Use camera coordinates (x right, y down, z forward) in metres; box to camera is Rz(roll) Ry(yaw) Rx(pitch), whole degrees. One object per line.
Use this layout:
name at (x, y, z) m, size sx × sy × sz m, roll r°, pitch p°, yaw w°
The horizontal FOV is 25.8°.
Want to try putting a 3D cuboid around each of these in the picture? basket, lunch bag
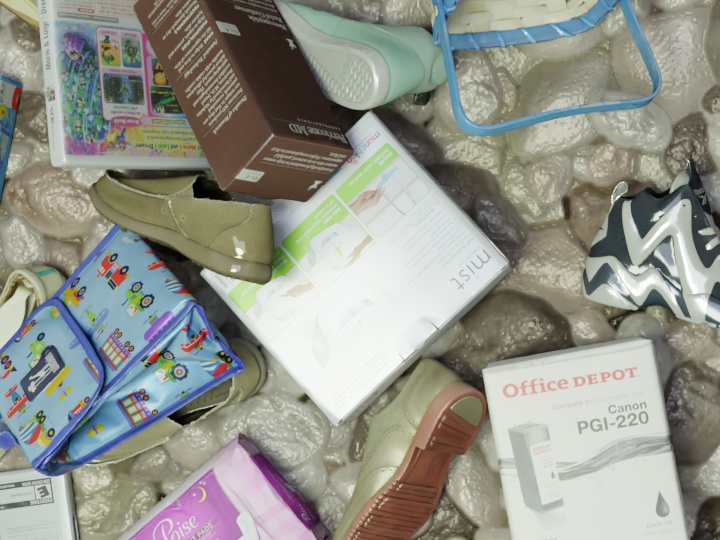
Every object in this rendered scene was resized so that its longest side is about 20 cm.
basket at (0.138, -0.214, 1.282) m, size 0.175 × 0.139 × 0.201 m, roll -12°, pitch 78°, yaw -16°
lunch bag at (-0.223, 0.080, 1.306) m, size 0.200 × 0.094 × 0.151 m, roll -40°, pitch 43°, yaw -7°

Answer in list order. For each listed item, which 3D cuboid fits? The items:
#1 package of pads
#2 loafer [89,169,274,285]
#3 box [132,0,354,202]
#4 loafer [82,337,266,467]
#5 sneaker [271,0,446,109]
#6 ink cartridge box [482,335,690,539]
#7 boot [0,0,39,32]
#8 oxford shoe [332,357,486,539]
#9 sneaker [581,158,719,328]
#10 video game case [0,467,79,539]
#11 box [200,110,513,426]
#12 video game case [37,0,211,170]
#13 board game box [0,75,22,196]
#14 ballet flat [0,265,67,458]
package of pads at (-0.137, 0.247, 1.351) m, size 0.200 × 0.076 × 0.121 m, roll -41°, pitch 85°, yaw 5°
loafer at (-0.140, -0.048, 1.287) m, size 0.199 × 0.076 × 0.068 m, roll 24°, pitch 93°, yaw 32°
box at (-0.097, -0.156, 1.275) m, size 0.075 × 0.100 × 0.201 m, roll -42°, pitch 62°, yaw 30°
loafer at (-0.180, 0.113, 1.364) m, size 0.199 × 0.068 × 0.076 m, roll -26°, pitch 85°, yaw 6°
sneaker at (-0.016, -0.189, 1.358) m, size 0.200 × 0.118 × 0.074 m, roll 29°, pitch 120°, yaw 37°
ink cartridge box at (0.189, 0.164, 1.305) m, size 0.145 × 0.085 × 0.201 m, roll -11°, pitch 85°, yaw 7°
boot at (-0.215, -0.258, 1.380) m, size 0.200 × 0.073 × 0.156 m, roll 34°, pitch 94°, yaw 12°
oxford shoe at (0.031, 0.167, 1.346) m, size 0.200 × 0.071 × 0.074 m, roll -55°, pitch 46°, yaw 10°
sneaker at (0.290, -0.023, 1.298) m, size 0.198 × 0.079 × 0.130 m, roll 12°, pitch 98°, yaw 18°
video game case at (-0.345, 0.276, 1.406) m, size 0.199 × 0.022 × 0.183 m, roll -9°, pitch 87°, yaw 7°
box at (0.000, 0.000, 1.329) m, size 0.200 × 0.097 × 0.177 m, roll -44°, pitch 84°, yaw 4°
video game case at (-0.183, -0.176, 1.320) m, size 0.024 × 0.199 × 0.183 m, roll -7°, pitch 87°, yaw 41°
board game box at (-0.422, -0.093, 1.410) m, size 0.199 × 0.056 × 0.197 m, roll 10°, pitch 90°, yaw 8°
ballet flat at (-0.320, 0.087, 1.386) m, size 0.069 × 0.069 × 0.201 m, roll 23°, pitch 92°, yaw 8°
